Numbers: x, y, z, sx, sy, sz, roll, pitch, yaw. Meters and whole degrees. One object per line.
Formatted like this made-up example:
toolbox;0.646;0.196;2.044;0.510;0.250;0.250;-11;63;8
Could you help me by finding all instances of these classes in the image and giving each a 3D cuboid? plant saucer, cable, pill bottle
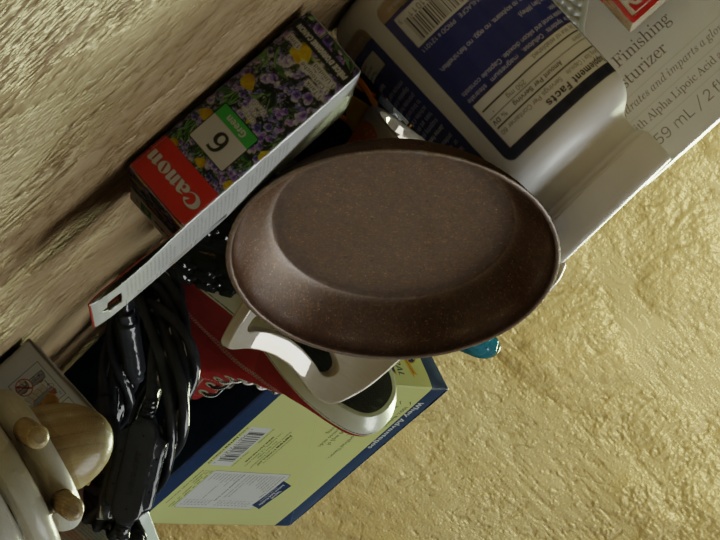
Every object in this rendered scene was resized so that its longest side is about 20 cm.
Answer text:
plant saucer;0.019;-0.019;1.534;0.200;0.200;0.037;-45;-146;43
cable;-0.155;0.089;1.797;0.163;0.051;0.201;-136;-124;-71
pill bottle;0.089;-0.109;1.567;0.116;0.200;0.116;-42;177;-3

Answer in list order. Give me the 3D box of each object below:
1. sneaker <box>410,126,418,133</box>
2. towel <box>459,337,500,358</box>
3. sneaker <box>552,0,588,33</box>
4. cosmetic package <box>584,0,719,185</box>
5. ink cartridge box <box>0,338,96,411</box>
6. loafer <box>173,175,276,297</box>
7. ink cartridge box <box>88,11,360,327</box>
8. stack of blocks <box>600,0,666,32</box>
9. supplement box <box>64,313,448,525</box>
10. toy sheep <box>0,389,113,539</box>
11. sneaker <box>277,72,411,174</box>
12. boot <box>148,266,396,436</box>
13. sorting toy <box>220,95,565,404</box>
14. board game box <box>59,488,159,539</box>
sneaker;0.037;-0.077;1.754;0.199;0.083;0.072;-9;134;-2
towel;0.000;0.005;1.836;0.200;0.146;0.022;35;80;-50
sneaker;0.100;-0.143;1.688;0.075;0.201;0.105;-2;170;-32
cosmetic package;0.205;-0.189;1.909;0.165;0.200;0.165;-42;177;5
ink cartridge box;-0.271;0.154;1.714;0.200;0.084;0.176;-42;177;-15
loafer;-0.084;-0.045;1.622;0.201;0.068;0.071;113;-6;-70
ink cartridge box;-0.091;-0.055;1.454;0.200;0.050;0.109;-41;177;-9
stack of blocks;0.225;-0.276;1.781;0.200;0.115;0.059;-42;177;3
supplement box;-0.083;0.088;1.979;0.200;0.135;0.199;-42;151;28
toy sheep;-0.240;0.142;1.564;0.199;0.138;0.138;-26;173;-14
sneaker;0.013;-0.123;1.706;0.200;0.078;0.077;-41;157;-25
boot;-0.065;0.069;1.802;0.072;0.200;0.145;-34;157;-38
sorting toy;0.000;0.000;1.658;0.180;0.107;0.200;-50;136;7
board game box;-0.268;0.213;1.873;0.200;0.147;0.064;-40;146;-20
